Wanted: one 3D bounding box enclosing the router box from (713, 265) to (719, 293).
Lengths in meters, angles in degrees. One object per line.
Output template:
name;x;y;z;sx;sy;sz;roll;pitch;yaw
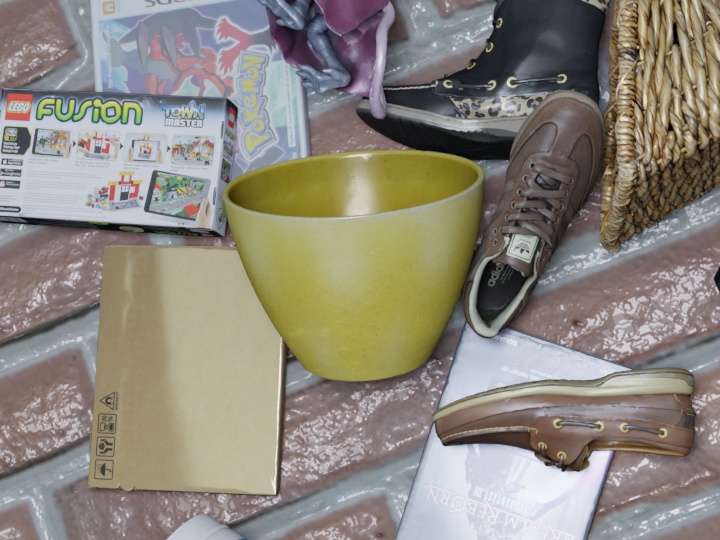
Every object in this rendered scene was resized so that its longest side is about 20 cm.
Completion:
router box;0.312;0.046;1.167;0.062;0.200;0.151;-20;78;3

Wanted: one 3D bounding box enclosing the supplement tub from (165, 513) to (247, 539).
supplement tub;-0.077;0.292;1.249;0.199;0.132;0.132;35;89;14

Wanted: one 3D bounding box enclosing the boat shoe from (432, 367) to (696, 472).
boat shoe;0.153;0.117;1.240;0.198;0.072;0.068;-7;78;8

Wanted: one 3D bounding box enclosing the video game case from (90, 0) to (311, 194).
video game case;-0.135;-0.148;1.386;0.180;0.023;0.202;-7;80;11

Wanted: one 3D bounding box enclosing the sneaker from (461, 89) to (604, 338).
sneaker;0.132;-0.035;1.241;0.070;0.076;0.201;17;121;-5

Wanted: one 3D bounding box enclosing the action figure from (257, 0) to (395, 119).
action figure;0.008;-0.241;1.306;0.148;0.135;0.200;29;55;19

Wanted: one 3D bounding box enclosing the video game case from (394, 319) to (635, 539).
video game case;0.119;0.152;1.288;0.142;0.019;0.202;17;84;14

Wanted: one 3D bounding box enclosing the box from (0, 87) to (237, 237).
box;-0.204;-0.089;1.361;0.198;0.035;0.111;4;81;13

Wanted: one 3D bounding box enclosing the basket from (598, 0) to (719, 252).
basket;0.211;-0.127;1.210;0.148;0.200;0.144;-29;76;-2

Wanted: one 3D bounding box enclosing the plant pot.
plant pot;0.000;0.000;1.265;0.198;0.200;0.144;-1;108;12

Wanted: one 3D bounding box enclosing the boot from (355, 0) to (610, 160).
boot;0.104;-0.169;1.314;0.198;0.073;0.152;7;75;26

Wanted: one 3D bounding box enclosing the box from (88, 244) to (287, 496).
box;-0.138;0.080;1.350;0.162;0.021;0.202;1;81;12
